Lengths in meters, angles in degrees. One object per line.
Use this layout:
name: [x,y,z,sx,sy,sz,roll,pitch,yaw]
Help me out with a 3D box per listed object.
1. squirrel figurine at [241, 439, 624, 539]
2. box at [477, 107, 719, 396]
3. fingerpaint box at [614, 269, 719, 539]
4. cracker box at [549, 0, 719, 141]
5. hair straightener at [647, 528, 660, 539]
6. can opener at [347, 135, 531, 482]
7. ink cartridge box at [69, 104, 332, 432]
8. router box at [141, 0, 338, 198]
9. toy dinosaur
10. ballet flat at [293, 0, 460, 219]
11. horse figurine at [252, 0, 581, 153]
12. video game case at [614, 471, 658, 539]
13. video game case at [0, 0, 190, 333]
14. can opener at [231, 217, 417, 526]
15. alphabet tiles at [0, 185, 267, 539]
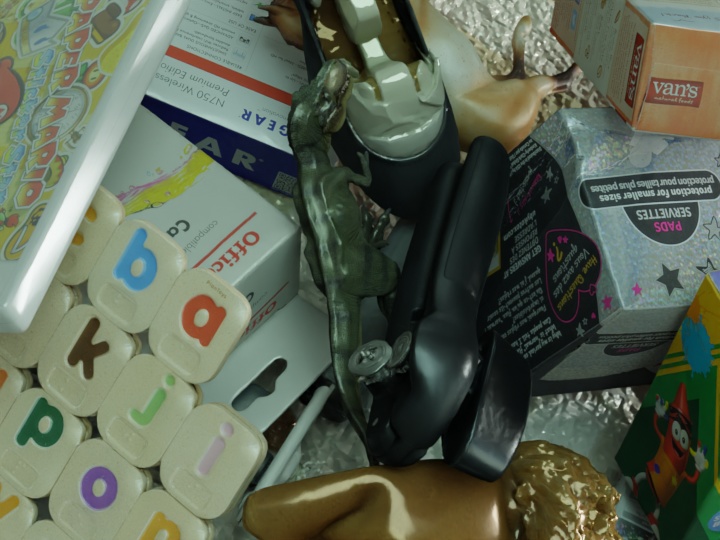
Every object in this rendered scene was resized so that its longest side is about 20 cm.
squirrel figurine: [0.052,0.185,0.980,0.199,0.142,0.187,-12,78,-3]
box: [0.167,-0.010,1.083,0.199,0.132,0.115,-4,69,-31]
fingerpaint box: [0.250,0.057,1.041,0.199,0.167,0.074,-12,56,-21]
cracker box: [0.183,-0.116,1.052,0.133,0.200,0.058,6,109,-8]
hair straightener: [0.224,0.165,1.081,0.199,0.041,0.077,1,46,-9]
can opener: [0.040,0.015,0.985,0.079,0.063,0.200,38,39,-28]
ink cartridge box: [-0.110,-0.003,1.039,0.200,0.068,0.116,37,63,18]
router box: [-0.084,-0.155,1.145,0.199,0.049,0.180,22,64,-5]
toy dinosaur: [0.000,0.000,1.021,0.047,0.088,0.201,-15,79,25]
ballet flat: [0.002,-0.116,1.046,0.073,0.073,0.201,-24,101,-23]
horse figurine: [0.052,-0.119,1.127,0.200,0.050,0.133,44,56,-16]
video game case: [0.214,0.186,1.095,0.199,0.023,0.182,27,63,-3]
video game case: [-0.192,-0.057,0.998,0.023,0.181,0.200,52,49,-41]
can opener: [-0.020,0.049,1.073,0.066,0.053,0.200,36,63,1]
alphabet tiles: [-0.141,0.063,0.979,0.200,0.015,0.196,37,106,19]
